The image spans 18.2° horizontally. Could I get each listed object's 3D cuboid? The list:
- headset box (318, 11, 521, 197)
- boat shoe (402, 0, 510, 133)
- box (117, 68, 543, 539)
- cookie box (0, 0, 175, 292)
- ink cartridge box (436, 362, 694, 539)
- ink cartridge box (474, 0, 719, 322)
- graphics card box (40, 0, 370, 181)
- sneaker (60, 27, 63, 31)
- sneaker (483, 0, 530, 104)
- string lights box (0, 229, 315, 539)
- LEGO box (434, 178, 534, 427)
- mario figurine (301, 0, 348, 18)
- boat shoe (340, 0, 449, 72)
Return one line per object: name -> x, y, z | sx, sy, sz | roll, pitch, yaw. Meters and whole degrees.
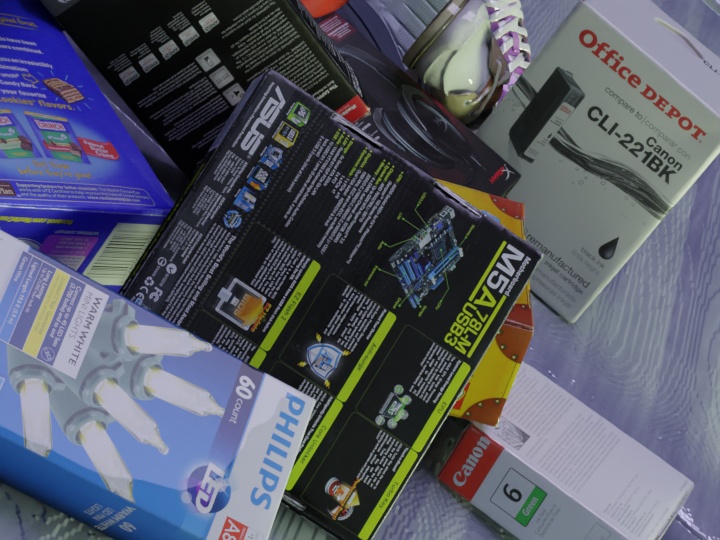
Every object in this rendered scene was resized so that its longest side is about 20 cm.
headset box -> -0.004, -0.084, 1.541 | 0.200, 0.077, 0.149 | 43, 29, 3
boat shoe -> 0.075, -0.147, 1.614 | 0.068, 0.075, 0.200 | 44, -4, 5
box -> -0.027, 0.022, 1.259 | 0.192, 0.201, 0.047 | 33, -9, -11
cookie box -> -0.224, -0.083, 1.288 | 0.170, 0.075, 0.201 | 2, 45, -48
ink cartridge box -> 0.103, 0.113, 1.408 | 0.199, 0.051, 0.109 | 35, 28, 11
ink cartridge box -> 0.166, -0.088, 1.612 | 0.144, 0.200, 0.084 | 40, 29, 3
graphics card box -> -0.098, -0.145, 1.396 | 0.200, 0.125, 0.051 | 50, 13, -33
sneaker -> -0.215, -0.212, 1.505 | 0.083, 0.072, 0.201 | 39, 33, -24
sneaker -> 0.109, -0.189, 1.782 | 0.201, 0.114, 0.072 | 51, 30, 18
string lights box -> -0.132, 0.072, 1.155 | 0.199, 0.059, 0.103 | 29, 60, -17
LEGO box -> 0.000, 0.000, 1.371 | 0.198, 0.078, 0.149 | 15, 32, -8
mario figurine -> -0.085, -0.252, 1.565 | 0.199, 0.106, 0.124 | 31, 30, -6
boat shoe -> 0.034, -0.196, 1.747 | 0.201, 0.073, 0.067 | 54, -12, -8
